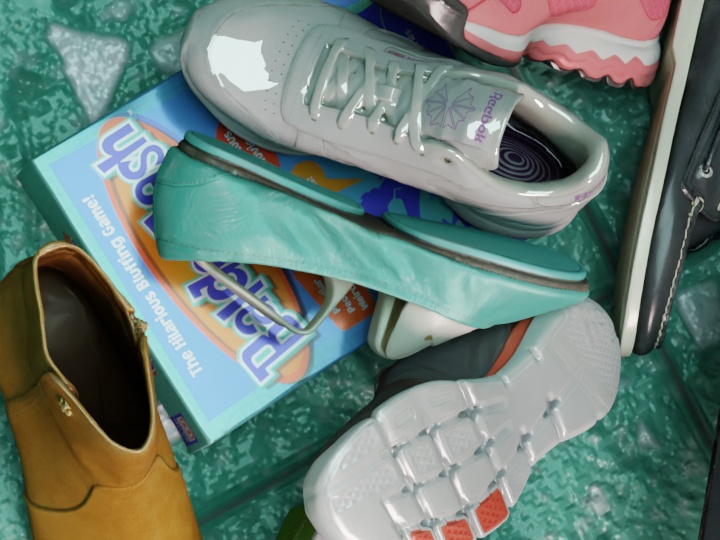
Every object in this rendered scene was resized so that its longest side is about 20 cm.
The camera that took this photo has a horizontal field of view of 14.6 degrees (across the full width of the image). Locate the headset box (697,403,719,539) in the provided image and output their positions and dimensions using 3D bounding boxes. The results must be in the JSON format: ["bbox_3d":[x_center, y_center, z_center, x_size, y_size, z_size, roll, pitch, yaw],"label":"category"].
[{"bbox_3d":[0.234,0.090,1.280,0.149,0.077,0.200,9,60,7],"label":"headset box"}]

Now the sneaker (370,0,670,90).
[{"bbox_3d":[0.076,-0.141,1.280,0.200,0.074,0.087,4,112,-51],"label":"sneaker"}]

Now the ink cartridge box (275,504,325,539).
[{"bbox_3d":[-0.001,0.222,1.247,0.148,0.076,0.200,29,74,-10],"label":"ink cartridge box"}]

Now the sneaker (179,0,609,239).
[{"bbox_3d":[0.020,-0.078,1.239,0.200,0.100,0.075,20,78,-11],"label":"sneaker"}]

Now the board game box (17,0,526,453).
[{"bbox_3d":[-0.033,-0.033,1.292,0.200,0.045,0.152,-33,91,-17],"label":"board game box"}]

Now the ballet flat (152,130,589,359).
[{"bbox_3d":[0.000,0.000,1.246,0.200,0.067,0.070,18,99,-12],"label":"ballet flat"}]

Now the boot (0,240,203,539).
[{"bbox_3d":[-0.106,0.088,1.202,0.071,0.144,0.201,-25,89,-17],"label":"boot"}]

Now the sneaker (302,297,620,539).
[{"bbox_3d":[0.034,0.072,1.257,0.200,0.082,0.077,-27,108,-44],"label":"sneaker"}]

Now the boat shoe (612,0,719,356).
[{"bbox_3d":[0.165,-0.050,1.335,0.066,0.075,0.200,13,69,-1],"label":"boat shoe"}]
